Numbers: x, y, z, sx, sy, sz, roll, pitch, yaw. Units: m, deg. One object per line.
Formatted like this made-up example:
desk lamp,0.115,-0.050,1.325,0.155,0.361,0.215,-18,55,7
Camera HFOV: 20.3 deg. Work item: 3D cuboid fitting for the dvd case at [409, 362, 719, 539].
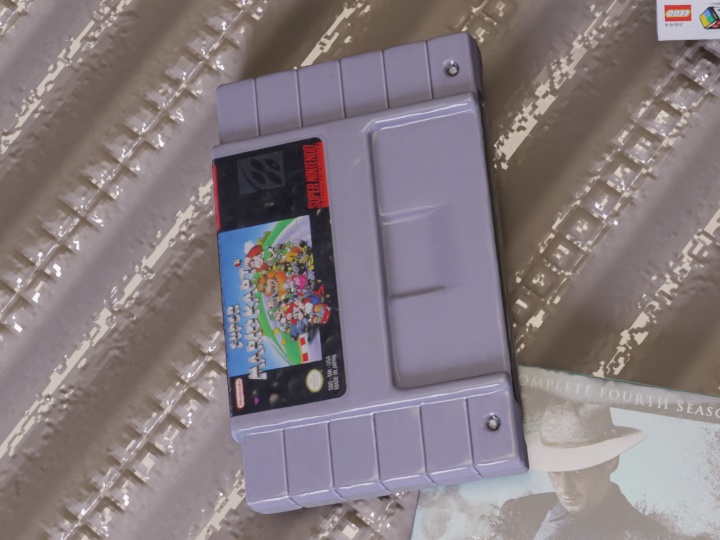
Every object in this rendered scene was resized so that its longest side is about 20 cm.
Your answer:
dvd case,0.087,0.143,0.856,0.145,0.022,0.201,9,75,11

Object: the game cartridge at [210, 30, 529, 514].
game cartridge,0.000,0.000,0.892,0.129,0.038,0.201,-10,70,11

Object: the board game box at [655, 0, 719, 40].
board game box,0.196,-0.192,0.897,0.125,0.035,0.201,1,59,11
